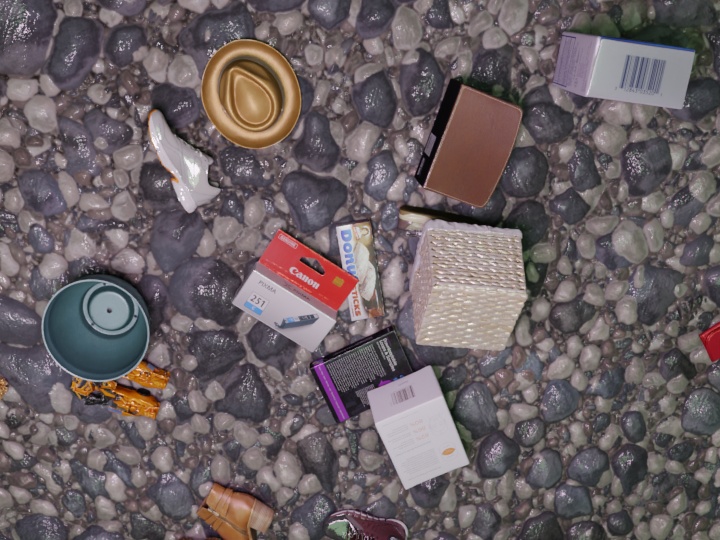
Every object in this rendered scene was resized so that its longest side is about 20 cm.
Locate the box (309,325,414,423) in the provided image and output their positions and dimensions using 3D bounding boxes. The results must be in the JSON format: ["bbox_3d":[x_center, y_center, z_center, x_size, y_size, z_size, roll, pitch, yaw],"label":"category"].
[{"bbox_3d":[0.009,0.220,1.667,0.197,0.036,0.145,-23,109,4],"label":"box"}]

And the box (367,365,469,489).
[{"bbox_3d":[0.120,0.329,1.651,0.150,0.107,0.202,-22,121,2],"label":"box"}]

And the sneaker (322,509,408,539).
[{"bbox_3d":[0.016,0.592,1.739,0.196,0.116,0.077,7,107,-7],"label":"sneaker"}]

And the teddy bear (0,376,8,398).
[{"bbox_3d":[-0.797,0.196,1.577,0.142,0.067,0.204,-13,108,-3],"label":"teddy bear"}]

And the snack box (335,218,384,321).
[{"bbox_3d":[0.000,0.000,1.602,0.070,0.024,0.204,-9,108,0],"label":"snack box"}]

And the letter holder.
[{"bbox_3d":[0.207,-0.239,1.507,0.140,0.101,0.203,17,105,-12],"label":"letter holder"}]

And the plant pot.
[{"bbox_3d":[-0.498,0.094,1.534,0.196,0.134,0.204,-2,107,-5],"label":"plant pot"}]

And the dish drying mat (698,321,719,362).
[{"bbox_3d":[0.834,0.118,1.709,0.198,0.018,0.077,-33,108,6],"label":"dish drying mat"}]

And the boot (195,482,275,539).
[{"bbox_3d":[-0.294,0.570,1.731,0.153,0.077,0.202,26,110,-7],"label":"boot"}]

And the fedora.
[{"bbox_3d":[-0.203,-0.320,1.455,0.196,0.082,0.205,-1,107,-4],"label":"fedora"}]

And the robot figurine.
[{"bbox_3d":[-0.498,0.226,1.615,0.197,0.058,0.147,19,103,-10],"label":"robot figurine"}]

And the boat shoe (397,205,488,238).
[{"bbox_3d":[0.168,-0.077,1.572,0.197,0.072,0.067,13,112,-3],"label":"boat shoe"}]

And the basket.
[{"bbox_3d":[0.202,0.033,1.521,0.196,0.163,0.200,6,139,-5],"label":"basket"}]

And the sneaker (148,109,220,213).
[{"bbox_3d":[-0.331,-0.216,1.491,0.091,0.076,0.203,-24,115,-5],"label":"sneaker"}]

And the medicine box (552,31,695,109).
[{"bbox_3d":[0.470,-0.367,1.434,0.178,0.201,0.105,6,109,-6],"label":"medicine box"}]

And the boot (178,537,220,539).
[{"bbox_3d":[-0.330,0.642,1.719,0.198,0.075,0.108,-11,119,41],"label":"boot"}]

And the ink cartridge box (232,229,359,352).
[{"bbox_3d":[-0.129,0.044,1.580,0.198,0.045,0.177,32,114,-13],"label":"ink cartridge box"}]
